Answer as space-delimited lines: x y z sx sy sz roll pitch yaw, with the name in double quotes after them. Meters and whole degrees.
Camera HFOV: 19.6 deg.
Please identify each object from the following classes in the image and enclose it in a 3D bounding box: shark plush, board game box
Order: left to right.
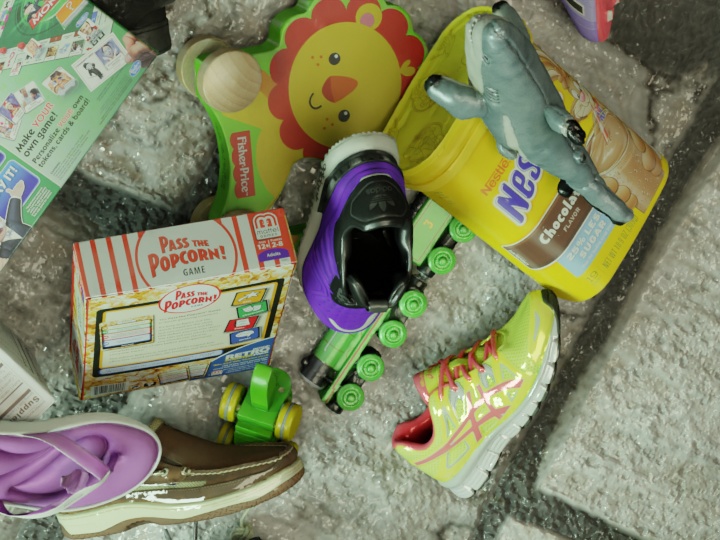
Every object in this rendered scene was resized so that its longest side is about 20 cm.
-0.251 -0.111 1.449 0.135 0.029 0.200 37 87 -28 "board game box"
-0.133 0.028 1.520 0.151 0.200 0.046 -10 68 -13 "board game box"
0.125 -0.099 1.483 0.091 0.083 0.200 -37 113 -21 "shark plush"

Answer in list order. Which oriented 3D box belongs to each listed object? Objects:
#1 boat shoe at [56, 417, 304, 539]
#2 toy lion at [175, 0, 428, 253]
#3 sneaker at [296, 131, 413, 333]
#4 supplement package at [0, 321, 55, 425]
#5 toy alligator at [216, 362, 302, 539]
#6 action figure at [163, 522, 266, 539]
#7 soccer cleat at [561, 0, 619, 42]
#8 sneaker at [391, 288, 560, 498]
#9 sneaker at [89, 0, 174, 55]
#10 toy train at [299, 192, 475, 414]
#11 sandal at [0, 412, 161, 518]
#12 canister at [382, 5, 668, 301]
-0.145 0.150 1.583 0.202 0.075 0.075 -14 101 13 "boat shoe"
-0.035 -0.111 1.574 0.191 0.069 0.200 -10 110 -21 "toy lion"
-0.001 0.000 1.524 0.069 0.100 0.200 -9 143 -12 "sneaker"
-0.333 0.049 1.504 0.110 0.114 0.200 -43 113 -1 "supplement package"
-0.078 0.139 1.638 0.059 0.054 0.200 18 129 13 "toy alligator"
-0.083 0.284 1.652 0.119 0.102 0.200 -29 121 29 "action figure"
0.147 -0.266 1.580 0.076 0.067 0.200 -6 118 19 "soccer cleat"
0.090 0.091 1.643 0.090 0.078 0.200 25 117 -10 "sneaker"
-0.205 -0.200 1.496 0.200 0.060 0.104 -11 111 -18 "sneaker"
0.021 0.022 1.639 0.056 0.042 0.200 33 96 -12 "toy train"
-0.229 0.146 1.490 0.202 0.050 0.083 3 118 -35 "sandal"
0.128 -0.085 1.590 0.200 0.087 0.149 36 79 -31 "canister"
